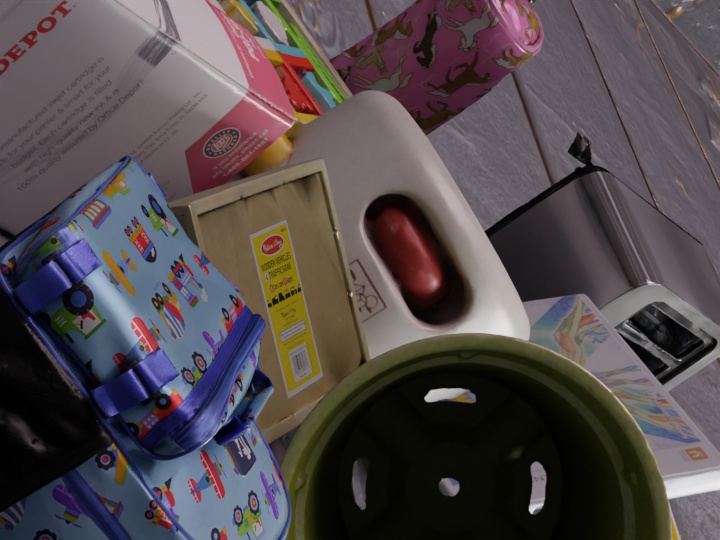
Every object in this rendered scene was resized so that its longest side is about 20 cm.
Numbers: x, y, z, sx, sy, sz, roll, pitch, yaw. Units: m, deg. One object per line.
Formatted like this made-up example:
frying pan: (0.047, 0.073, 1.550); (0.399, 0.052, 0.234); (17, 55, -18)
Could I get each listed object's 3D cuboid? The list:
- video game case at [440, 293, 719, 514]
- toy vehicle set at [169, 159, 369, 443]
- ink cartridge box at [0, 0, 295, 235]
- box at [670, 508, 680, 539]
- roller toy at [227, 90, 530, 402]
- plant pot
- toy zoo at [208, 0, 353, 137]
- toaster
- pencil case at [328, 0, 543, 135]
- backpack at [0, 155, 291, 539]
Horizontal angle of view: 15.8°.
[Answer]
video game case: (0.103, 0.085, 1.607); (0.181, 0.022, 0.200); (-8, 34, -22)
toy vehicle set: (-0.049, 0.016, 1.332); (0.200, 0.026, 0.125); (-25, 102, -70)
ink cartridge box: (-0.153, -0.097, 1.339); (0.200, 0.146, 0.083); (33, 24, -49)
box: (0.130, 0.154, 1.660); (0.112, 0.101, 0.200); (43, 19, -28)
roller toy: (0.000, 0.000, 1.527); (0.183, 0.139, 0.200); (57, -3, 39)
plant pot: (0.052, 0.125, 1.352); (0.201, 0.200, 0.184); (51, 2, -3)
toy zoo: (-0.061, -0.141, 1.743); (0.131, 0.020, 0.200); (55, 16, 11)
toaster: (0.150, 0.030, 1.828); (0.200, 0.180, 0.119); (32, 27, -51)
pencil case: (0.035, -0.143, 1.852); (0.083, 0.200, 0.087); (44, 29, -22)
backpack: (-0.105, 0.073, 1.151); (0.200, 0.134, 0.183); (54, 17, -4)
